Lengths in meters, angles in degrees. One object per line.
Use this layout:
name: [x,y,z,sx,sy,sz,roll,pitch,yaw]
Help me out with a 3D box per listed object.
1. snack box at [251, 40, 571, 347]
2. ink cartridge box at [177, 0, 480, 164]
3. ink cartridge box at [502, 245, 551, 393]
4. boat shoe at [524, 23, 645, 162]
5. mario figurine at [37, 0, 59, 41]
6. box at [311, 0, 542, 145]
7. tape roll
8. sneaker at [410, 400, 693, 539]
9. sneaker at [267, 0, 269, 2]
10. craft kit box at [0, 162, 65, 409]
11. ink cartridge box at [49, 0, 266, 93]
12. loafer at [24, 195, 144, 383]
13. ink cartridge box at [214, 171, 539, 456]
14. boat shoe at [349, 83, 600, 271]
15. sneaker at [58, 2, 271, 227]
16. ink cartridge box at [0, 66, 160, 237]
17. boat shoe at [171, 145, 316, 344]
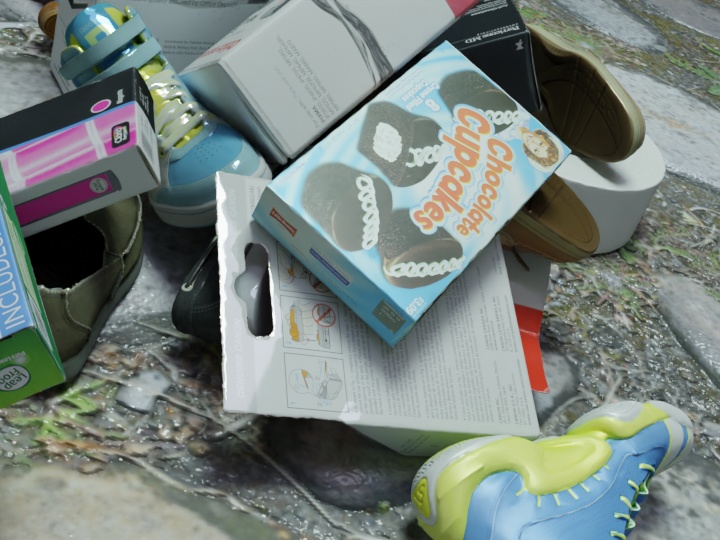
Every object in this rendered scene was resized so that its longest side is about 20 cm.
snack box: [0.039,-0.056,0.667,0.116,0.037,0.200,42,52,4]
ink cartridge box: [-0.023,-0.169,0.761,0.085,0.200,0.146,51,-13,-18]
ink cartridge box: [0.060,-0.009,0.764,0.161,0.050,0.200,15,31,-7]
boat shoe: [0.196,-0.160,0.933,0.065,0.072,0.200,0,34,-27]
mario figurine: [-0.267,-0.286,0.955,0.123,0.106,0.200,-1,41,-26]
box: [0.039,-0.173,0.904,0.199,0.079,0.141,-15,34,6]
tape roll: [0.169,-0.103,0.961,0.201,0.071,0.203,14,34,-10]
sneaker: [0.127,0.141,0.608,0.199,0.076,0.105,-8,55,-26]
sneaker: [-0.111,-0.244,1.018,0.199,0.075,0.106,16,37,9]
craft kit box: [-0.260,0.014,0.510,0.197,0.049,0.200,-22,47,-10]
ink cartridge box: [-0.155,-0.228,0.844,0.144,0.201,0.084,-5,41,-33]
loafer: [-0.172,-0.015,0.653,0.075,0.070,0.200,14,34,-11]
ink cartridge box: [0.004,0.030,0.651,0.199,0.050,0.162,6,57,-21]
boat shoe: [0.078,-0.060,0.763,0.200,0.063,0.073,34,36,5]
sneaker: [-0.141,-0.110,0.712,0.079,0.131,0.200,-39,36,-16]
ink cartridge box: [-0.215,-0.051,0.619,0.199,0.037,0.095,-22,39,3]
boat shoe: [-0.065,-0.024,0.701,0.056,0.069,0.200,6,36,13]
